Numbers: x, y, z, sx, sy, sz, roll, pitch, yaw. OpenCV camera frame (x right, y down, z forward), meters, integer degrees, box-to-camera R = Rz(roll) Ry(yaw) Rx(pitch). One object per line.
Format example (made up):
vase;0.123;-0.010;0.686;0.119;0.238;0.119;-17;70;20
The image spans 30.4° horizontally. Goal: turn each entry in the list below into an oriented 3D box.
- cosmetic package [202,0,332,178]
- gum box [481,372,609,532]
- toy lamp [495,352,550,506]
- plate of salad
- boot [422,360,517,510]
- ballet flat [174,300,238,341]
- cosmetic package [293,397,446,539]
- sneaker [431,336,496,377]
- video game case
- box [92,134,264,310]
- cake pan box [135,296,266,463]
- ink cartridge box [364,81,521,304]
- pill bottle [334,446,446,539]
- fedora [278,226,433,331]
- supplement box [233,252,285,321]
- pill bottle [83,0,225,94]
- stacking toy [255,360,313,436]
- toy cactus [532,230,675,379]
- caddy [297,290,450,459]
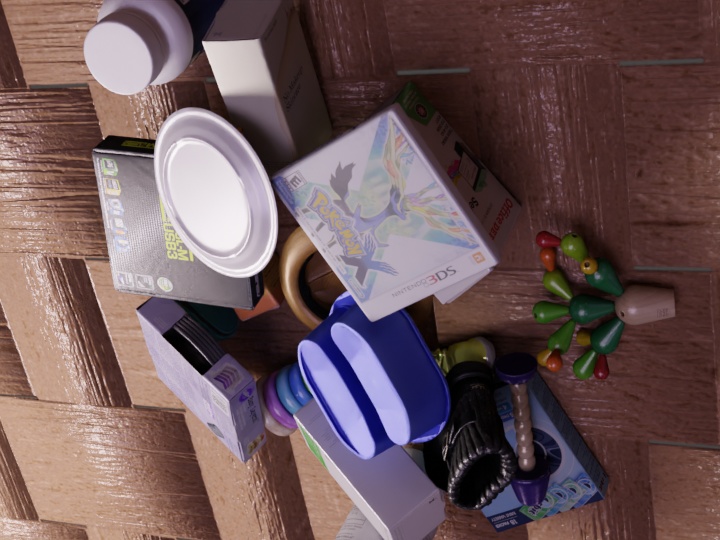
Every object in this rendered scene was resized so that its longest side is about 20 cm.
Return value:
cosmetic package;-0.100;-0.203;1.474;0.072;0.104;0.201;3;136;20
gum box;0.195;0.229;1.695;0.169;0.045;0.201;-26;108;33
toy lamp;0.200;0.197;1.611;0.057;0.058;0.202;4;121;20
plate of salad;-0.158;-0.089;1.491;0.199;0.048;0.202;23;128;33
boot;0.127;0.232;1.581;0.078;0.159;0.213;-2;130;-7
ballet flat;-0.244;0.020;1.733;0.200;0.067;0.070;48;141;-9
cosmetic package;0.013;0.244;1.650;0.200;0.084;0.108;48;167;30
sneaker;0.082;0.138;1.648;0.199;0.076;0.076;-29;63;32
video game case;0.025;-0.056;1.408;0.181;0.022;0.201;-26;108;34
box;-0.217;-0.057;1.599;0.191;0.048;0.202;9;122;19
cake pan box;-0.204;0.137;1.714;0.184;0.052;0.201;39;157;23
ink cartridge box;0.074;-0.087;1.474;0.200;0.145;0.084;47;127;-11
pill bottle;0.037;0.337;1.723;0.113;0.201;0.115;23;149;15
fedora;0.000;0.000;1.603;0.198;0.082;0.203;10;123;15
supplement box;-0.165;-0.040;1.657;0.066;0.069;0.201;-20;114;29
pill bottle;-0.218;-0.270;1.441;0.110;0.201;0.112;11;126;16
stacking toy;-0.046;0.139;1.722;0.199;0.086;0.086;-32;106;30
toy cactus;0.277;0.043;1.518;0.163;0.102;0.202;-4;112;14
caddy;0.021;0.120;1.552;0.141;0.105;0.202;-28;93;44
